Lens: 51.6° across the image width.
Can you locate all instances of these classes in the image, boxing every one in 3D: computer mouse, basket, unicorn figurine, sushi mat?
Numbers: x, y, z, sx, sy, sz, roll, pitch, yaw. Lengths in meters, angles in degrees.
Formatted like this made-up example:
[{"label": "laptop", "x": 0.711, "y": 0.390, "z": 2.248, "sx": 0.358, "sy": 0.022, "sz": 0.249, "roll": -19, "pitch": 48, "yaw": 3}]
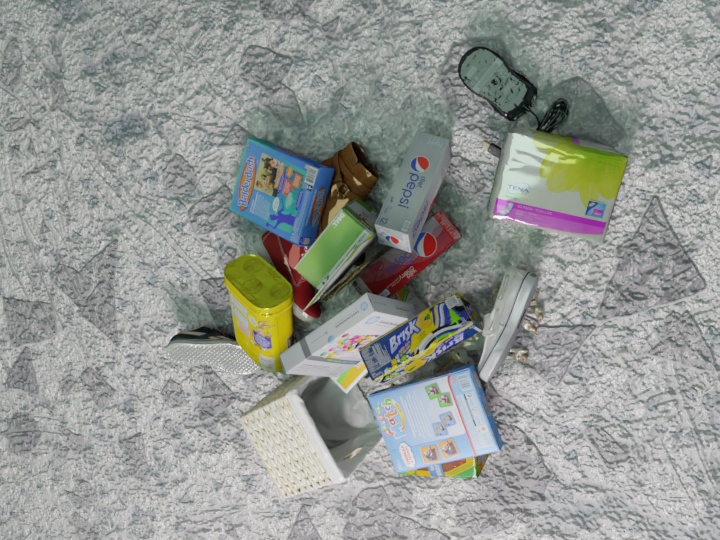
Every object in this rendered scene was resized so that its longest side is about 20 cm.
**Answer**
[{"label": "computer mouse", "x": 0.235, "y": -0.275, "z": 1.259, "sx": 0.200, "sy": 0.046, "sz": 0.141, "roll": 34, "pitch": 110, "yaw": -1}, {"label": "basket", "x": -0.092, "y": 0.303, "z": 1.446, "sx": 0.161, "sy": 0.198, "sz": 0.200, "roll": -30, "pitch": 91, "yaw": 29}, {"label": "unicorn figurine", "x": 0.242, "y": 0.114, "z": 1.342, "sx": 0.137, "sy": 0.074, "sz": 0.200, "roll": 21, "pitch": 93, "yaw": 16}, {"label": "sushi mat", "x": 0.000, "y": 0.000, "z": 1.330, "sx": 0.096, "sy": 0.200, "sz": 0.012, "roll": -43, "pitch": 87, "yaw": 23}]

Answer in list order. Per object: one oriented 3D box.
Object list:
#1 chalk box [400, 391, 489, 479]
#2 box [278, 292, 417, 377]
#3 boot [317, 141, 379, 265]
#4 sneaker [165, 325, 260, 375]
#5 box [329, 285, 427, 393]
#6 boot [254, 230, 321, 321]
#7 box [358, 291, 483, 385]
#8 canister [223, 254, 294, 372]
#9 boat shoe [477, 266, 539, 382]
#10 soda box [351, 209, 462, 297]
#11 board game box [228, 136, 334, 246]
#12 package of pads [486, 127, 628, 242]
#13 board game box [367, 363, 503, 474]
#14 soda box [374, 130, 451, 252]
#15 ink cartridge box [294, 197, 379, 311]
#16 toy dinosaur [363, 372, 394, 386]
[{"label": "chalk box", "x": 0.131, "y": 0.304, "z": 1.394, "sx": 0.200, "sy": 0.124, "sz": 0.125, "roll": -5, "pitch": 100, "yaw": 23}, {"label": "box", "x": -0.017, "y": 0.115, "z": 1.268, "sx": 0.200, "sy": 0.156, "sz": 0.041, "roll": -37, "pitch": 64, "yaw": 21}, {"label": "boot", "x": -0.016, "y": -0.122, "z": 1.373, "sx": 0.155, "sy": 0.074, "sz": 0.200, "roll": -38, "pitch": 84, "yaw": 29}, {"label": "sneaker", "x": -0.301, "y": 0.162, "z": 1.563, "sx": 0.200, "sy": 0.079, "sz": 0.079, "roll": 11, "pitch": 115, "yaw": -7}, {"label": "box", "x": 0.016, "y": 0.116, "z": 1.402, "sx": 0.101, "sy": 0.112, "sz": 0.200, "roll": 44, "pitch": 113, "yaw": 6}, {"label": "boot", "x": -0.102, "y": -0.011, "z": 1.442, "sx": 0.144, "sy": 0.072, "sz": 0.200, "roll": -31, "pitch": 87, "yaw": 23}, {"label": "box", "x": 0.102, "y": 0.118, "z": 1.263, "sx": 0.200, "sy": 0.070, "sz": 0.064, "roll": -32, "pitch": 65, "yaw": 14}, {"label": "canister", "x": -0.190, "y": 0.087, "z": 1.434, "sx": 0.149, "sy": 0.087, "sz": 0.200, "roll": 40, "pitch": 147, "yaw": 30}, {"label": "boat shoe", "x": 0.236, "y": 0.089, "z": 1.270, "sx": 0.066, "sy": 0.072, "sz": 0.200, "roll": 25, "pitch": 99, "yaw": 21}, {"label": "soda box", "x": 0.082, "y": -0.019, "z": 1.306, "sx": 0.200, "sy": 0.070, "sz": 0.063, "roll": -38, "pitch": 86, "yaw": -16}, {"label": "board game box", "x": -0.152, "y": -0.150, "z": 1.401, "sx": 0.200, "sy": 0.045, "sz": 0.152, "roll": 28, "pitch": 108, "yaw": 33}, {"label": "package of pads", "x": 0.321, "y": -0.144, "z": 1.224, "sx": 0.200, "sy": 0.068, "sz": 0.155, "roll": 13, "pitch": 109, "yaw": 5}, {"label": "board game box", "x": 0.128, "y": 0.261, "z": 1.300, "sx": 0.200, "sy": 0.037, "sz": 0.151, "roll": -20, "pitch": 92, "yaw": 24}, {"label": "soda box", "x": 0.092, "y": -0.136, "z": 1.275, "sx": 0.063, "sy": 0.068, "sz": 0.200, "roll": 18, "pitch": 68, "yaw": 17}, {"label": "ink cartridge box", "x": -0.047, "y": -0.032, "z": 1.263, "sx": 0.076, "sy": 0.200, "sz": 0.148, "roll": 42, "pitch": 112, "yaw": 3}, {"label": "toy dinosaur", "x": 0.079, "y": 0.166, "z": 1.385, "sx": 0.047, "sy": 0.200, "sz": 0.088, "roll": 50, "pitch": 153, "yaw": 25}]
